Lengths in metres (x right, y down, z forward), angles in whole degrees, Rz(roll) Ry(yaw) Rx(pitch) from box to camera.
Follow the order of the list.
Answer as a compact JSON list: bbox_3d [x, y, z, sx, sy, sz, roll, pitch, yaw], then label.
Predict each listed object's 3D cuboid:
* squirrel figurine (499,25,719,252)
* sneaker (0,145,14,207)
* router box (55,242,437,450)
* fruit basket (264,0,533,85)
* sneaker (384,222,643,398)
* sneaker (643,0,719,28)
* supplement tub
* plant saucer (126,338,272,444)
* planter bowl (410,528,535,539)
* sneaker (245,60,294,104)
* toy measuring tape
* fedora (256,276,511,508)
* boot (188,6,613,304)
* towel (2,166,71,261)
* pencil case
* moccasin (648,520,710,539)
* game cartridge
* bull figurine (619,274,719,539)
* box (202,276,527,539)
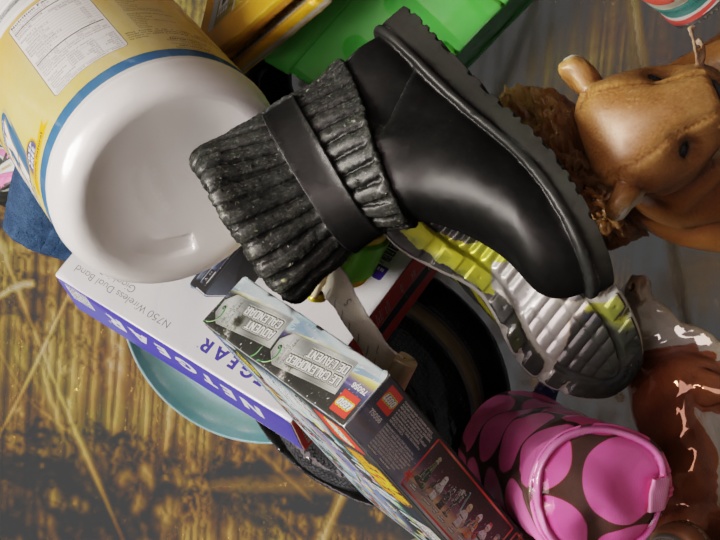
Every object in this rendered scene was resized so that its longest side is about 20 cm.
[{"bbox_3d":[0.162,-0.066,0.908,0.200,0.187,0.142,-18,84,33],"label":"squirrel figurine"},{"bbox_3d":[-0.228,-0.122,1.227,0.200,0.080,0.086,-21,71,27],"label":"sneaker"},{"bbox_3d":[-0.065,-0.008,1.021,0.200,0.049,0.180,29,70,23],"label":"router box"},{"bbox_3d":[0.018,-0.225,1.024,0.215,0.155,0.216,9,112,24],"label":"fruit basket"},{"bbox_3d":[0.093,-0.005,0.943,0.200,0.085,0.074,43,102,-8],"label":"sneaker"},{"bbox_3d":[0.152,-0.236,0.933,0.070,0.093,0.200,-40,51,27],"label":"sneaker"},{"bbox_3d":[-0.149,-0.098,0.963,0.200,0.145,0.145,48,119,47],"label":"supplement tub"},{"bbox_3d":[-0.073,0.029,1.124,0.200,0.027,0.200,3,109,10],"label":"plant saucer"},{"bbox_3d":[0.113,0.240,0.980,0.135,0.200,0.200,-25,79,4],"label":"planter bowl"},{"bbox_3d":[-0.078,-0.080,1.135,0.090,0.066,0.200,4,94,35],"label":"sneaker"},{"bbox_3d":[0.000,0.000,0.927,0.074,0.074,0.200,-57,45,22],"label":"toy measuring tape"},{"bbox_3d":[-0.002,0.086,1.053,0.200,0.092,0.201,4,105,17],"label":"fedora"},{"bbox_3d":[0.020,-0.028,0.846,0.158,0.079,0.211,-37,63,-6],"label":"boot"},{"bbox_3d":[-0.197,-0.077,1.156,0.200,0.111,0.049,121,160,-47],"label":"towel"},{"bbox_3d":[0.123,0.118,0.938,0.094,0.200,0.091,14,91,-8],"label":"pencil case"},{"bbox_3d":[0.233,0.229,0.924,0.201,0.078,0.074,55,151,-9],"label":"moccasin"},{"bbox_3d":[-0.050,-0.236,1.009,0.176,0.032,0.200,-24,53,60],"label":"game cartridge"},{"bbox_3d":[0.213,0.097,0.958,0.121,0.065,0.200,-9,91,39],"label":"bull figurine"},{"bbox_3d":[0.008,0.098,0.885,0.040,0.200,0.137,-48,43,-11],"label":"box"}]
